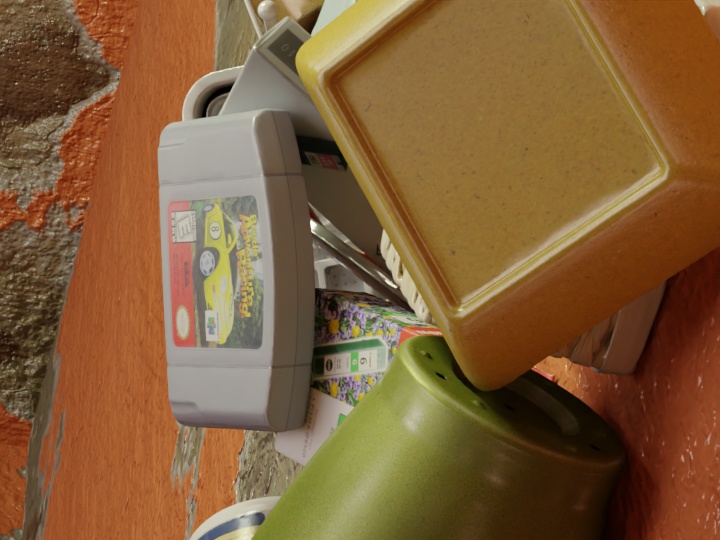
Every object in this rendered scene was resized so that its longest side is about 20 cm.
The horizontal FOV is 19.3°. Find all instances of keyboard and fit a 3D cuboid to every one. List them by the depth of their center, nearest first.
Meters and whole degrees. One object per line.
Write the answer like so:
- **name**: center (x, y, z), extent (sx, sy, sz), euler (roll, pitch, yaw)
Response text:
- **keyboard**: center (0.000, 0.000, 1.403), extent (0.011, 0.056, 0.200), euler (-47, 49, -8)

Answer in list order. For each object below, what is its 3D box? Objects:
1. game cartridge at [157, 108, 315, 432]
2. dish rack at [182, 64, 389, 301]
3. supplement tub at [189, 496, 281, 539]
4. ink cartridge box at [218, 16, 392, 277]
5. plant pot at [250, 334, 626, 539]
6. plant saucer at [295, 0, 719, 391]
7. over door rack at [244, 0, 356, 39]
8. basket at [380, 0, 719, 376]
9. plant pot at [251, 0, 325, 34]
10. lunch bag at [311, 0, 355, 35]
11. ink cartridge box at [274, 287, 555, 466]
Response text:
- **game cartridge**: center (-0.079, 0.001, 1.346), extent (0.133, 0.041, 0.202), euler (-3, 90, 50)
- **dish rack**: center (-0.032, -0.052, 1.505), extent (0.044, 0.170, 0.202), euler (-2, -98, -73)
- **supplement tub**: center (-0.050, 0.268, 1.403), extent (0.145, 0.143, 0.201), euler (115, 161, -45)
- **ink cartridge box**: center (-0.010, -0.047, 1.385), extent (0.044, 0.200, 0.174), euler (-45, -5, -33)
- **plant pot**: center (0.039, 0.146, 1.088), extent (0.194, 0.199, 0.201), euler (-64, 18, 15)
- **plant saucer**: center (0.070, -0.070, 0.987), extent (0.199, 0.048, 0.201), euler (-35, 79, 31)
- **over door rack**: center (-0.016, -0.205, 1.454), extent (0.067, 0.147, 0.201), euler (108, 141, -61)
- **basket**: center (0.096, -0.066, 1.098), extent (0.136, 0.122, 0.202), euler (-119, 42, -68)
- **plant pot**: center (-0.038, -0.271, 1.732), extent (0.187, 0.185, 0.201), euler (118, 145, -52)
- **lunch bag**: center (0.001, -0.124, 1.627), extent (0.200, 0.076, 0.162), euler (117, 154, -54)
- **ink cartridge box**: center (0.028, 0.086, 1.277), extent (0.199, 0.050, 0.110), euler (22, 102, 54)
